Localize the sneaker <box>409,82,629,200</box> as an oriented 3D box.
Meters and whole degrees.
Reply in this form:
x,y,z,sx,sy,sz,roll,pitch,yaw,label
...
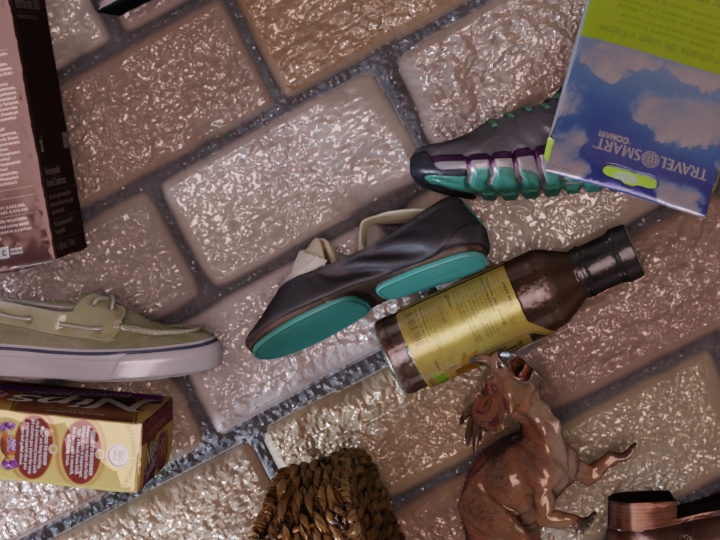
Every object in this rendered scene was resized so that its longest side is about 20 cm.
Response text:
x,y,z,sx,sy,sz,roll,pitch,yaw,label
0.134,-0.101,1.404,0.198,0.074,0.088,-1,77,-1,sneaker

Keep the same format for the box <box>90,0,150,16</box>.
x,y,z,sx,sy,sz,roll,pitch,yaw,label
-0.164,-0.306,1.400,0.140,0.079,0.202,-24,93,10,box

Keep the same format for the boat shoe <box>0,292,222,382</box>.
x,y,z,sx,sy,sz,roll,pitch,yaw,label
-0.201,0.048,1.440,0.198,0.072,0.063,0,95,8,boat shoe

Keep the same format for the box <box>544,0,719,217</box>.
x,y,z,sx,sy,sz,roll,pitch,yaw,label
0.206,-0.137,1.356,0.121,0.048,0.202,16,72,4,box

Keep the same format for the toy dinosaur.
x,y,z,sx,sy,sz,roll,pitch,yaw,label
0.109,0.153,1.416,0.135,0.086,0.201,32,111,9,toy dinosaur

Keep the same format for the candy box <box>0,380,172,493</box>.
x,y,z,sx,sy,sz,roll,pitch,yaw,label
-0.247,0.119,1.427,0.198,0.117,0.057,4,95,6,candy box

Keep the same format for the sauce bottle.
x,y,z,sx,sy,sz,roll,pitch,yaw,label
0.110,0.025,1.409,0.198,0.065,0.065,-24,93,9,sauce bottle

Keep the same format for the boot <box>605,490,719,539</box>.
x,y,z,sx,sy,sz,roll,pitch,yaw,label
0.267,0.265,1.420,0.184,0.064,0.202,0,96,10,boot

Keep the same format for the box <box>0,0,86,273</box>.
x,y,z,sx,sy,sz,roll,pitch,yaw,label
-0.260,-0.104,1.417,0.074,0.100,0.202,-10,95,6,box

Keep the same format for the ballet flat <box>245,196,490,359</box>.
x,y,z,sx,sy,sz,roll,pitch,yaw,label
0.000,0.000,1.423,0.199,0.073,0.074,-24,93,13,ballet flat

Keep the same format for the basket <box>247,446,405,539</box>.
x,y,z,sx,sy,sz,roll,pitch,yaw,label
-0.048,0.215,1.374,0.148,0.200,0.144,-20,94,8,basket
